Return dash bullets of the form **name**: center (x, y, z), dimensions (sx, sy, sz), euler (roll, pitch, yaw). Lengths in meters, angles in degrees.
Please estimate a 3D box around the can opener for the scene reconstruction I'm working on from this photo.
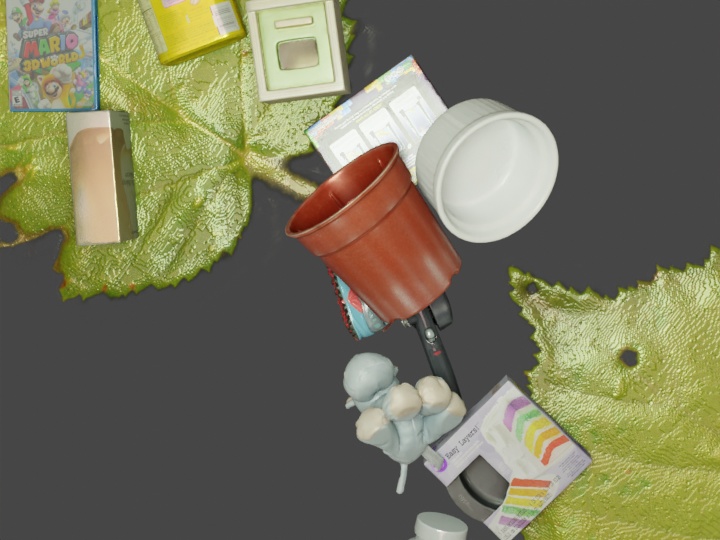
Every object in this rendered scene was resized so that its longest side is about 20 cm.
- **can opener**: center (0.115, 0.118, 1.652), dimensions (0.078, 0.063, 0.200), euler (-16, 94, 6)

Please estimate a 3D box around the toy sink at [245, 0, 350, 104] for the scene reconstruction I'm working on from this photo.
- **toy sink**: center (-0.094, -0.355, 1.595), dimensions (0.130, 0.112, 0.200), euler (-6, 96, 5)

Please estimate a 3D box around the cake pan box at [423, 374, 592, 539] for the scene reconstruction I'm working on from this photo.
- **cake pan box**: center (0.223, 0.294, 1.668), dimensions (0.200, 0.052, 0.184), euler (-45, 89, 8)

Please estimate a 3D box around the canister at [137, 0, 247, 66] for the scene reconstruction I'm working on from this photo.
- **canister**: center (-0.268, -0.424, 1.617), dimensions (0.148, 0.087, 0.200), euler (-19, 95, 7)

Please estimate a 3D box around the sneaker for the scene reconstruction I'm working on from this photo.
- **sneaker**: center (0.000, 0.000, 1.655), dimensions (0.095, 0.079, 0.200), euler (-18, 99, -11)

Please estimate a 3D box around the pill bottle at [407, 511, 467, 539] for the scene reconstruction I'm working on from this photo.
- **pill bottle**: center (0.106, 0.483, 1.667), dimensions (0.112, 0.112, 0.200), euler (12, 97, 4)

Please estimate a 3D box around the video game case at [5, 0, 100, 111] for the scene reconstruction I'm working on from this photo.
- **video game case**: center (-0.478, -0.348, 1.677), dimensions (0.143, 0.018, 0.200), euler (1, 96, 6)

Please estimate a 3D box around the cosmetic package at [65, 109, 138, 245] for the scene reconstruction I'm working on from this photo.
- **cosmetic package**: center (-0.393, -0.142, 1.649), dimensions (0.071, 0.105, 0.200), euler (-3, 97, 5)

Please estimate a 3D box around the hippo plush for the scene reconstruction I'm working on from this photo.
- **hippo plush**: center (0.059, 0.194, 1.624), dimensions (0.159, 0.161, 0.200), euler (-32, 136, 0)

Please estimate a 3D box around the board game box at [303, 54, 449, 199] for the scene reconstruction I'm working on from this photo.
- **board game box**: center (0.043, -0.200, 1.628), dimensions (0.200, 0.057, 0.165), euler (-34, 94, 7)

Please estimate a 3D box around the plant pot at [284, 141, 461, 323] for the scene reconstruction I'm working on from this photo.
- **plant pot**: center (0.030, -0.044, 1.537), dimensions (0.201, 0.201, 0.195), euler (-37, 108, 8)

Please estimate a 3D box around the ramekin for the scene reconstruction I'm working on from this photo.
- **ramekin**: center (0.177, -0.151, 1.560), dimensions (0.200, 0.098, 0.201), euler (-14, 125, -20)
